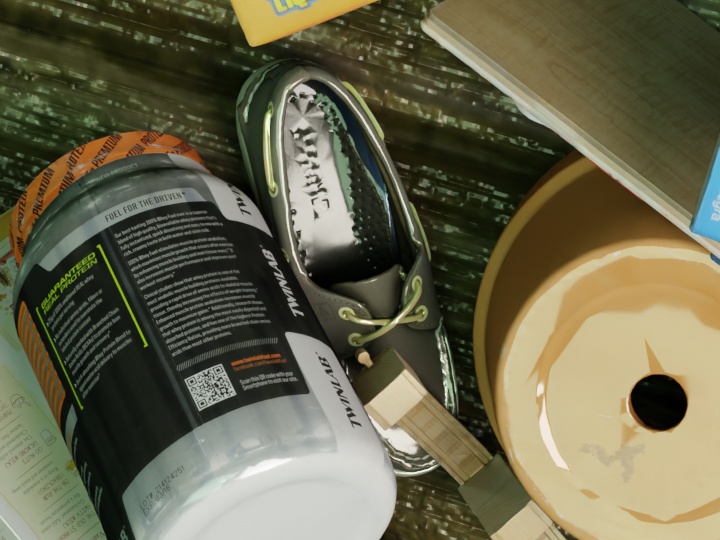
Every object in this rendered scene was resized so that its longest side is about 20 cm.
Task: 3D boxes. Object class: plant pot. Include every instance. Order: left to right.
[{"bbox_3d":[0.138,0.041,1.195,0.199,0.140,0.201,3,102,13],"label":"plant pot"}]

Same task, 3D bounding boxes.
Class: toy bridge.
[{"bbox_3d":[0.063,0.104,1.240,0.027,0.067,0.200,-41,110,3],"label":"toy bridge"}]

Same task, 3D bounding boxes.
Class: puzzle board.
[{"bbox_3d":[0.134,-0.063,1.160,0.200,0.151,0.017,39,123,10],"label":"puzzle board"}]

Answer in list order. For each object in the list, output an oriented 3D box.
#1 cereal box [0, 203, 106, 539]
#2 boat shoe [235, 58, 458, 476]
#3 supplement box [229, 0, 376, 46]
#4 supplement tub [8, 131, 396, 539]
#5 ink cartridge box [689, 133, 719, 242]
[{"bbox_3d":[-0.130,0.073,1.267,0.200,0.144,0.040,51,139,3],"label":"cereal box"},{"bbox_3d":[-0.003,0.001,1.255,0.072,0.060,0.202,-21,97,-10],"label":"boat shoe"},{"bbox_3d":[-0.007,-0.145,1.160,0.066,0.200,0.069,-20,96,17],"label":"supplement box"},{"bbox_3d":[-0.075,0.043,1.195,0.122,0.122,0.200,-41,54,18],"label":"supplement tub"},{"bbox_3d":[0.243,-0.038,1.066,0.199,0.146,0.085,21,113,11],"label":"ink cartridge box"}]
